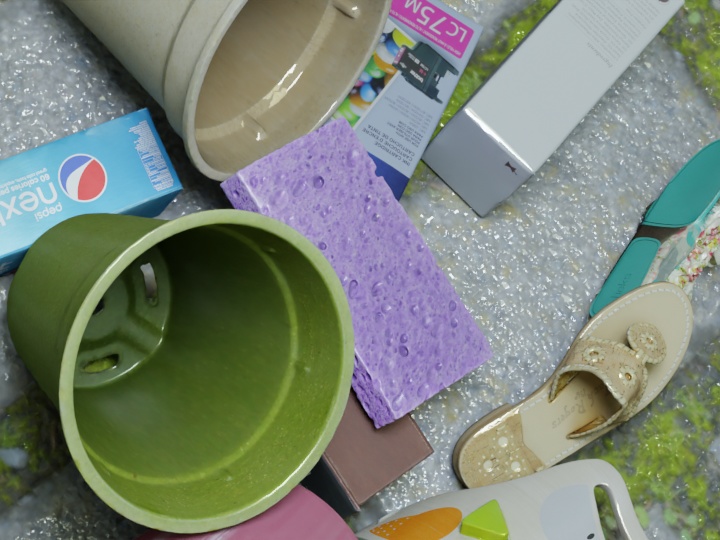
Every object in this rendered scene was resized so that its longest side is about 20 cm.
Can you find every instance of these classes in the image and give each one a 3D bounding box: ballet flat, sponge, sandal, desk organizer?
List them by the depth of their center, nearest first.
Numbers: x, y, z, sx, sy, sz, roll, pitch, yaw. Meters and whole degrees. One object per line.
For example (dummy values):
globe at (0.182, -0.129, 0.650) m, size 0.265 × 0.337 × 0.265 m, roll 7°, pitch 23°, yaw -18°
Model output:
sponge at (0.000, 0.000, 1.557) m, size 0.111 × 0.030 × 0.201 m, roll -31°, pitch 88°, yaw -42°
desk organizer at (-0.042, 0.070, 1.562) m, size 0.077 × 0.072 × 0.201 m, roll -32°, pitch 88°, yaw -30°
sandal at (0.163, 0.092, 1.593) m, size 0.211 × 0.070 × 0.078 m, roll -37°, pitch 105°, yaw -7°
ballet flat at (0.235, -0.010, 1.696) m, size 0.200 × 0.075 × 0.064 m, roll -51°, pitch 125°, yaw -21°

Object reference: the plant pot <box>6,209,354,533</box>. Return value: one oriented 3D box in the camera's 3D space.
plant pot at (-0.135, 0.043, 1.443) m, size 0.199 × 0.190 × 0.202 m, roll -8°, pitch 106°, yaw -29°

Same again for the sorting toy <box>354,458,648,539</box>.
sorting toy at (0.127, 0.220, 1.553) m, size 0.179 × 0.107 × 0.201 m, roll -28°, pitch 84°, yaw -23°

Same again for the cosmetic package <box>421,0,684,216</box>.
cosmetic package at (0.141, -0.142, 1.676) m, size 0.071 × 0.101 × 0.200 m, roll 43°, pitch 64°, yaw -2°

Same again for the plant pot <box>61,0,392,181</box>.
plant pot at (-0.110, -0.194, 1.551) m, size 0.183 × 0.201 × 0.200 m, roll 37°, pitch 63°, yaw 23°

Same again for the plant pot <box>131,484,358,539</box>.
plant pot at (-0.090, 0.231, 1.440) m, size 0.200 × 0.200 × 0.179 m, roll 47°, pitch 50°, yaw -1°

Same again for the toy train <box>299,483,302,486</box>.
toy train at (-0.050, 0.168, 1.537) m, size 0.042 × 0.056 × 0.201 m, roll -33°, pitch 86°, yaw -25°

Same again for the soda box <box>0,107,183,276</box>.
soda box at (-0.225, -0.041, 1.533) m, size 0.199 × 0.068 × 0.065 m, roll -22°, pitch 83°, yaw -24°

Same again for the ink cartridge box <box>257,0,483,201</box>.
ink cartridge box at (-0.001, -0.124, 1.655) m, size 0.119 × 0.042 × 0.201 m, roll 30°, pitch 68°, yaw -8°
